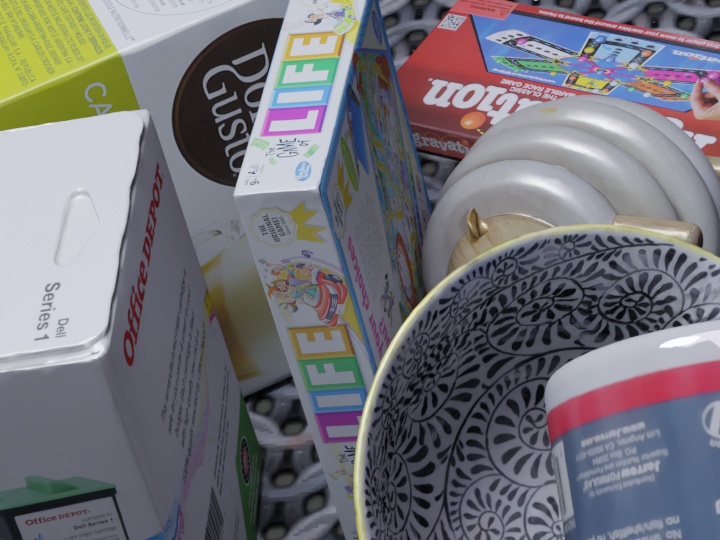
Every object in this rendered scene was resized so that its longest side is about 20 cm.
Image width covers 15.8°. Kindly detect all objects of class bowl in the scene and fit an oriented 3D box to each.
[{"bbox_3d":[0.081,0.089,0.988,0.201,0.201,0.094,-34,0,-20],"label":"bowl"}]

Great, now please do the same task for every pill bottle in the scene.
[{"bbox_3d":[0.135,0.124,0.877,0.119,0.120,0.200,-10,76,7],"label":"pill bottle"}]

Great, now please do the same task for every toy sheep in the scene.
[{"bbox_3d":[0.099,-0.012,1.103,0.138,0.138,0.200,7,17,26],"label":"toy sheep"}]

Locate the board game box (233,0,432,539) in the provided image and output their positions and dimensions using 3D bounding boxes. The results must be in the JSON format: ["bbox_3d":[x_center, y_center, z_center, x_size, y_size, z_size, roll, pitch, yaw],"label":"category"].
[{"bbox_3d":[0.000,0.000,1.061,0.034,0.200,0.135,-4,41,14],"label":"board game box"}]

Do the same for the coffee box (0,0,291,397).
[{"bbox_3d":[-0.107,-0.069,1.177,0.198,0.200,0.200,-24,40,-9],"label":"coffee box"}]

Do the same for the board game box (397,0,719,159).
[{"bbox_3d":[0.110,-0.083,1.261,0.200,0.019,0.103,15,50,31],"label":"board game box"}]

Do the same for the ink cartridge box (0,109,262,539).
[{"bbox_3d":[-0.104,0.059,1.028,0.084,0.200,0.145,-7,40,10],"label":"ink cartridge box"}]
